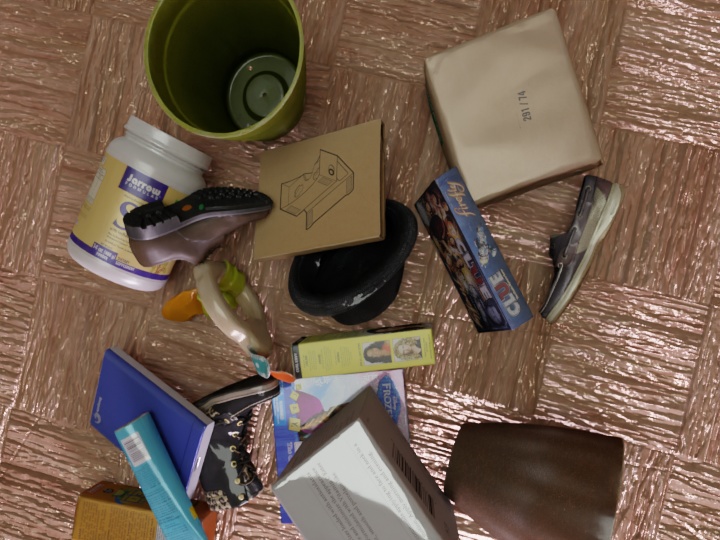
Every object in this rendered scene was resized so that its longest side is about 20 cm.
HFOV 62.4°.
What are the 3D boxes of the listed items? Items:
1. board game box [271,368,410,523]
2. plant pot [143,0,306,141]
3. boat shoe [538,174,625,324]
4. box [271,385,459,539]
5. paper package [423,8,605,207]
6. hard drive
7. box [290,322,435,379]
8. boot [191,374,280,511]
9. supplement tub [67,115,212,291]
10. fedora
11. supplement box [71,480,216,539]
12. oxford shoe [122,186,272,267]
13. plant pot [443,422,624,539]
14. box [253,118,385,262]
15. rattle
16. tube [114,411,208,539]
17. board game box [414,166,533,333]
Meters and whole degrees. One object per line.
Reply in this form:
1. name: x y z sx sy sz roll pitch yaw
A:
1. board game box: -0.024 0.245 0.842 0.192 0.041 0.208 -6 89 7
2. plant pot: -0.149 -0.256 0.784 0.193 0.193 0.208 0 89 7
3. boat shoe: 0.283 -0.030 0.795 0.064 0.072 0.205 27 96 18
4. box: 0.014 0.275 0.716 0.129 0.200 0.201 -36 87 3
5. paper package: 0.194 -0.202 0.788 0.185 0.103 0.207 -18 88 6
6. hard drive: -0.301 0.217 0.844 0.196 0.025 0.135 29 111 20
7. box: 0.006 0.110 0.824 0.193 0.075 0.052 -8 91 6
8. boot: -0.172 0.242 0.834 0.196 0.073 0.155 -24 88 21
9. supplement tub: -0.301 -0.092 0.826 0.142 0.145 0.205 26 93 6
10. fedora: 0.000 0.000 0.803 0.196 0.203 0.093 -26 130 7
11. supplement box: -0.313 0.365 0.864 0.193 0.067 0.071 6 90 6
12. oxford shoe: -0.207 -0.057 0.785 0.195 0.073 0.087 -18 126 -25
13. plant pot: 0.211 0.275 0.757 0.194 0.186 0.194 14 91 19
14. box: -0.057 -0.106 0.805 0.194 0.021 0.169 -9 70 26
15. rattle: -0.190 0.098 0.812 0.140 0.130 0.204 -30 77 -3
16. tube: -0.266 0.295 0.800 0.076 0.050 0.205 -25 90 36
17. board game box: 0.141 -0.019 0.775 0.034 0.136 0.205 -26 86 -9
